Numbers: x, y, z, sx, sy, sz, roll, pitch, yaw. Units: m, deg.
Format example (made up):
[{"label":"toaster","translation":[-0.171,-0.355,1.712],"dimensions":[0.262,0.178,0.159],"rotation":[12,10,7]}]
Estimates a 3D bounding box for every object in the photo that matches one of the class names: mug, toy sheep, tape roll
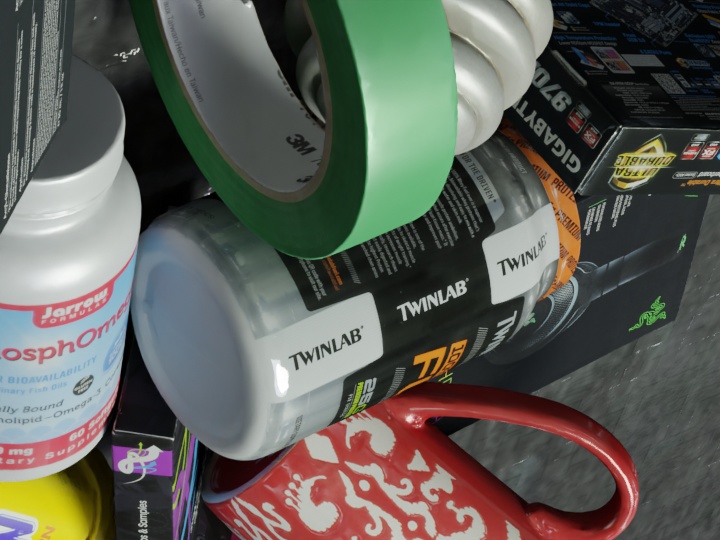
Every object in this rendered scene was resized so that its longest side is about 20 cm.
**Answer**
[{"label":"mug","translation":[0.035,0.128,1.541],"dimensions":[0.178,0.200,0.133],"rotation":[-51,-163,-11]},{"label":"toy sheep","translation":[0.024,-0.119,1.322],"dimensions":[0.138,0.137,0.201],"rotation":[69,35,-60]},{"label":"tape roll","translation":[-0.033,-0.106,1.225],"dimensions":[0.048,0.201,0.201],"rotation":[-23,148,-26]}]

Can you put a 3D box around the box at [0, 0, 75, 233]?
[{"label":"box","translation":[-0.160,-0.110,1.102],"dimensions":[0.141,0.078,0.201],"rotation":[-73,173,-53]}]

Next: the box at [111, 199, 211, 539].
[{"label":"box","translation":[-0.098,0.082,1.494],"dimensions":[0.036,0.144,0.201],"rotation":[8,143,1]}]

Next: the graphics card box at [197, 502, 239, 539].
[{"label":"graphics card box","translation":[-0.036,0.149,1.659],"dimensions":[0.200,0.126,0.051],"rotation":[-44,158,12]}]

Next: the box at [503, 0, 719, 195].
[{"label":"box","translation":[0.135,-0.105,1.457],"dimensions":[0.199,0.159,0.046],"rotation":[-3,134,-47]}]

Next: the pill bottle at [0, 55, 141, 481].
[{"label":"pill bottle","translation":[-0.157,-0.003,1.328],"dimensions":[0.108,0.109,0.201],"rotation":[-22,147,-27]}]

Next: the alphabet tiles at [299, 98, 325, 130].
[{"label":"alphabet tiles","translation":[0.013,-0.052,1.554],"dimensions":[0.167,0.008,0.200],"rotation":[-31,150,-12]}]

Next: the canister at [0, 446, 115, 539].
[{"label":"canister","translation":[-0.231,0.132,1.461],"dimensions":[0.149,0.087,0.200],"rotation":[-45,149,14]}]

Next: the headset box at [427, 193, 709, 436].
[{"label":"headset box","translation":[0.093,-0.019,1.588],"dimensions":[0.199,0.093,0.175],"rotation":[-25,149,-23]}]

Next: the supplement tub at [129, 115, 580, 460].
[{"label":"supplement tub","translation":[0.000,0.000,1.380],"dimensions":[0.199,0.123,0.123],"rotation":[-24,148,-29]}]
